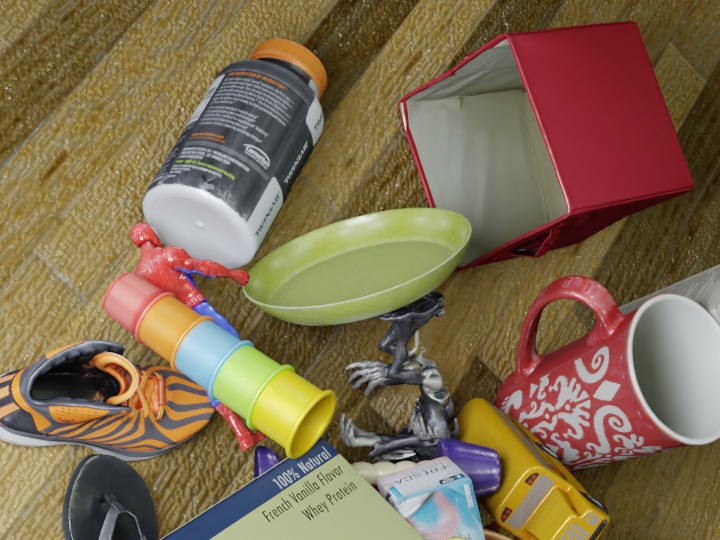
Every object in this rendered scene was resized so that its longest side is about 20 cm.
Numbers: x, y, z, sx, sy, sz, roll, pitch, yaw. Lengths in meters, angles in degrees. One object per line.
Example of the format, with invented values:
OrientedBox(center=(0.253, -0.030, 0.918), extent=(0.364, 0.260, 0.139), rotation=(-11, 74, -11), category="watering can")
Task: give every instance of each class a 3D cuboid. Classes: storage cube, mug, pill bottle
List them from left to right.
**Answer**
OrientedBox(center=(-0.097, -0.106, 1.545), extent=(0.106, 0.106, 0.200), rotation=(39, 54, -18), category="pill bottle")
OrientedBox(center=(0.173, -0.116, 1.708), extent=(0.180, 0.171, 0.200), rotation=(-13, 80, -40), category="storage cube")
OrientedBox(center=(0.217, 0.093, 1.639), extent=(0.133, 0.200, 0.178), rotation=(-14, 81, -38), category="mug")

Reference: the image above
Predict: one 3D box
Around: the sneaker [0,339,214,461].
OrientedBox(center=(-0.181, 0.100, 1.400), extent=(0.200, 0.112, 0.078), rotation=(0, 73, -37), category="sneaker")

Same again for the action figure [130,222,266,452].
OrientedBox(center=(-0.114, 0.040, 1.473), extent=(0.200, 0.065, 0.099), rotation=(55, 31, 5), category="action figure")

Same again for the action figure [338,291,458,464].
OrientedBox(center=(0.032, 0.108, 1.557), extent=(0.119, 0.102, 0.200), rotation=(-91, 177, -65), category="action figure")

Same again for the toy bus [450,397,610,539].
OrientedBox(center=(0.138, 0.182, 1.552), extent=(0.078, 0.200, 0.065), rotation=(35, 96, -22), category="toy bus")

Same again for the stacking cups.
OrientedBox(center=(-0.114, 0.065, 1.390), extent=(0.200, 0.061, 0.060), rotation=(33, 49, 18), category="stacking cups")

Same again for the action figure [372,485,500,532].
OrientedBox(center=(0.021, 0.210, 1.530), extent=(0.200, 0.052, 0.066), rotation=(15, 63, -10), category="action figure")

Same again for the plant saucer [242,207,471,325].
OrientedBox(center=(0.000, 0.000, 1.532), extent=(0.200, 0.200, 0.031), rotation=(-34, 117, -39), category="plant saucer")

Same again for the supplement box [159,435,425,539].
OrientedBox(center=(-0.045, 0.268, 1.345), extent=(0.200, 0.134, 0.200), rotation=(43, 40, 15), category="supplement box")

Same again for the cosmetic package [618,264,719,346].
OrientedBox(center=(0.303, 0.069, 1.711), extent=(0.087, 0.200, 0.103), rotation=(51, 51, -9), category="cosmetic package")

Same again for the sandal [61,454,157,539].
OrientedBox(center=(-0.183, 0.237, 1.390), extent=(0.076, 0.043, 0.201), rotation=(6, 69, -35), category="sandal")

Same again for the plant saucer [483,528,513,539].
OrientedBox(center=(0.072, 0.306, 1.505), extent=(0.200, 0.037, 0.201), rotation=(-2, 100, -14), category="plant saucer")

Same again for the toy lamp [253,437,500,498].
OrientedBox(center=(0.014, 0.166, 1.485), extent=(0.200, 0.058, 0.058), rotation=(-1, 72, -9), category="toy lamp")

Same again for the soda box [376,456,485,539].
OrientedBox(center=(0.071, 0.255, 1.440), extent=(0.063, 0.068, 0.200), rotation=(-17, 104, -11), category="soda box")
